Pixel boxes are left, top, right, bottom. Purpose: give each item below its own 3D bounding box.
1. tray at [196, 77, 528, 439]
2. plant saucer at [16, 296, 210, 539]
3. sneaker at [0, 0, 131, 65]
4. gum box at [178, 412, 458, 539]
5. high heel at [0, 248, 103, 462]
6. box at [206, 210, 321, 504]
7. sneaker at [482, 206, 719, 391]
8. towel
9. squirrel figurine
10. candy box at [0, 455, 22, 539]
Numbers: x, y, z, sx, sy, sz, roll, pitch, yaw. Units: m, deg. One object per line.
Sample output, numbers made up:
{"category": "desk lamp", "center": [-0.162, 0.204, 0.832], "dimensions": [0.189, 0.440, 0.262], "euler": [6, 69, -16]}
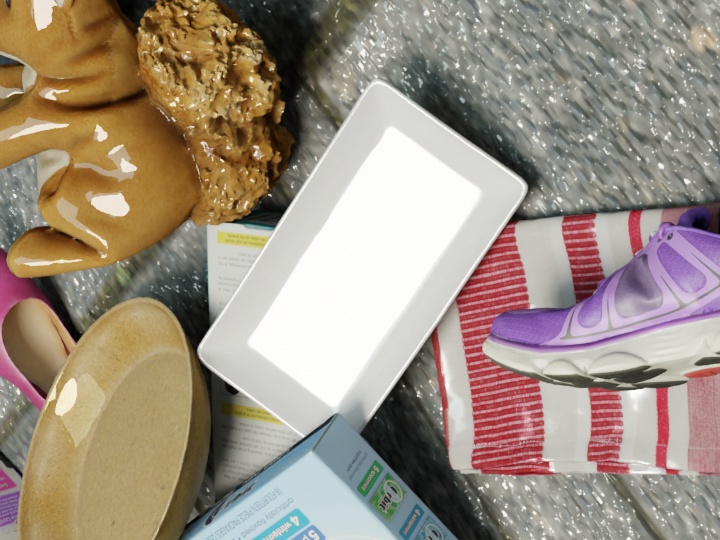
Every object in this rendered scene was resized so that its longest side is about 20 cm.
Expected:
{"category": "tray", "center": [0.000, 0.000, 1.122], "dimensions": [0.107, 0.022, 0.200], "euler": [36, 107, 5]}
{"category": "plant saucer", "center": [-0.144, 0.116, 1.198], "dimensions": [0.200, 0.035, 0.201], "euler": [-33, 47, 44]}
{"category": "sneaker", "center": [-0.184, -0.162, 1.240], "dimensions": [0.200, 0.078, 0.080], "euler": [-39, 67, 48]}
{"category": "gum box", "center": [-0.006, 0.203, 1.156], "dimensions": [0.200, 0.045, 0.170], "euler": [47, 126, -7]}
{"category": "high heel", "center": [-0.195, 0.063, 1.297], "dimensions": [0.096, 0.067, 0.201], "euler": [-22, 91, 49]}
{"category": "box", "center": [-0.045, 0.068, 1.198], "dimensions": [0.082, 0.049, 0.201], "euler": [8, 104, 36]}
{"category": "sneaker", "center": [0.154, 0.014, 1.003], "dimensions": [0.200, 0.081, 0.084], "euler": [-14, 73, 33]}
{"category": "towel", "center": [0.120, 0.041, 1.082], "dimensions": [0.200, 0.023, 0.145], "euler": [-4, 96, 39]}
{"category": "squirrel figurine", "center": [-0.136, -0.113, 1.157], "dimensions": [0.199, 0.142, 0.187], "euler": [-5, 115, 14]}
{"category": "candy box", "center": [-0.285, 0.220, 1.404], "dimensions": [0.200, 0.071, 0.168], "euler": [41, 121, 25]}
